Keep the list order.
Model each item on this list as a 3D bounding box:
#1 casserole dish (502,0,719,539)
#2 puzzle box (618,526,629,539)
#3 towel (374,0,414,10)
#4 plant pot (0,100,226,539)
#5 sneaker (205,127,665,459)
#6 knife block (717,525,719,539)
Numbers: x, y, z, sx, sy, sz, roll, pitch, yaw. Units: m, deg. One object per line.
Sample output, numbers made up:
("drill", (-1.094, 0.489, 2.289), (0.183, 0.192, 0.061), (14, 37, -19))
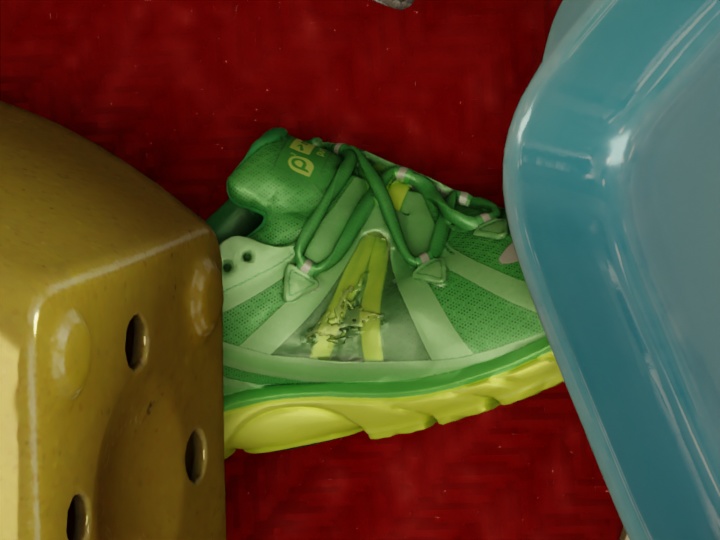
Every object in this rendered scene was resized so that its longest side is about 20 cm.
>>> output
("casserole dish", (0.099, -0.002, 0.720), (0.039, 0.201, 0.121), (15, 130, -37))
("puzzle box", (0.161, 0.012, 0.828), (0.132, 0.025, 0.201), (18, 100, 2))
("towel", (0.025, -0.177, 0.718), (0.166, 0.085, 0.200), (53, 139, 13))
("plant pot", (-0.142, 0.049, 0.754), (0.199, 0.195, 0.196), (3, 100, 18))
("sneaker", (0.000, 0.000, 0.816), (0.199, 0.074, 0.084), (-13, 102, 7))
("knife block", (0.114, 0.089, 0.742), (0.064, 0.176, 0.201), (16, 100, 1))
